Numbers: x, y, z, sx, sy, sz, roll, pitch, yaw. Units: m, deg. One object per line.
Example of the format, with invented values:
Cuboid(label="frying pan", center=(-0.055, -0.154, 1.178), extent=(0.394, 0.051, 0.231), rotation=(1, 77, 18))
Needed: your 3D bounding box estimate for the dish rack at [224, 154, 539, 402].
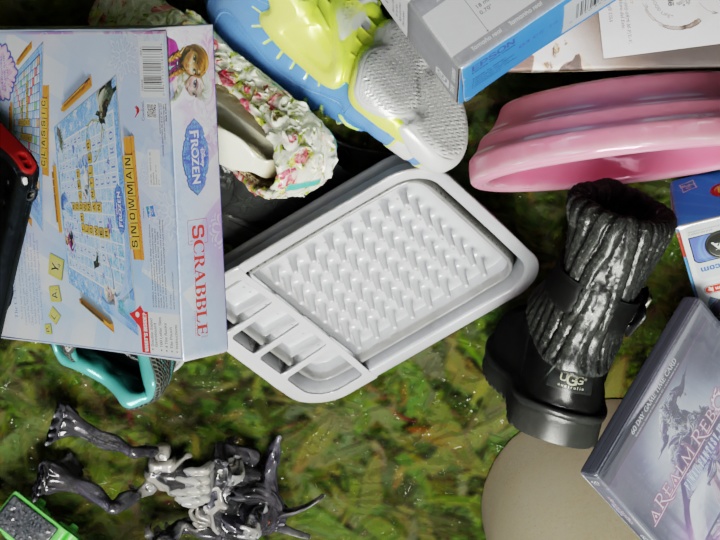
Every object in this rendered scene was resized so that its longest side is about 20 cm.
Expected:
Cuboid(label="dish rack", center=(0.000, 0.000, 1.633), extent=(0.200, 0.044, 0.172), rotation=(-30, 139, 18))

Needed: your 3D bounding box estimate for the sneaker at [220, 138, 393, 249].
Cuboid(label="sneaker", center=(-0.085, -0.080, 1.608), extent=(0.200, 0.060, 0.104), rotation=(32, 118, -22))

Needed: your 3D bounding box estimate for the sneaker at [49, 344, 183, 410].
Cuboid(label="sneaker", center=(-0.192, 0.016, 1.648), extent=(0.200, 0.091, 0.078), rotation=(40, 113, -19))

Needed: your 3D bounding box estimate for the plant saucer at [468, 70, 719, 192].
Cuboid(label="plant saucer", center=(0.165, -0.087, 1.535), extent=(0.200, 0.201, 0.051), rotation=(-6, 85, 6))

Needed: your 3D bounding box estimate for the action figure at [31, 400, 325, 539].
Cuboid(label="action figure", center=(-0.128, 0.161, 1.726), extent=(0.200, 0.102, 0.119), rotation=(17, 118, -4))

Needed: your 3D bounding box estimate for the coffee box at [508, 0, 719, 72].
Cuboid(label="coffee box", center=(0.151, -0.162, 1.506), extent=(0.200, 0.113, 0.080), rotation=(-1, 97, 4))

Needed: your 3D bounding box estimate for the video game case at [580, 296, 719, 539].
Cuboid(label="video game case", center=(0.234, 0.134, 1.613), extent=(0.019, 0.143, 0.200), rotation=(5, 145, 50))

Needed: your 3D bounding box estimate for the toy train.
Cuboid(label="toy train", center=(-0.175, 0.222, 1.730), extent=(0.200, 0.056, 0.042), rotation=(36, 82, 11))

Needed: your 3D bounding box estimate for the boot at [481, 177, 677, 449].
Cuboid(label="boot", center=(0.141, 0.014, 1.589), extent=(0.079, 0.211, 0.158), rotation=(13, 102, -8))

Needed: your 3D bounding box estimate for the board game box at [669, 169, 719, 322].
Cuboid(label="board game box", center=(0.323, 0.010, 1.634), extent=(0.200, 0.056, 0.196), rotation=(-13, 125, 10))

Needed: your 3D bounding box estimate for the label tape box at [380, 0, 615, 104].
Cuboid(label="label tape box", center=(0.058, -0.219, 1.427), extent=(0.144, 0.063, 0.200), rotation=(-34, 76, -6))

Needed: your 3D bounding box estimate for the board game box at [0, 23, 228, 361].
Cuboid(label="board game box", center=(-0.167, -0.052, 1.529), extent=(0.199, 0.041, 0.200), rotation=(6, 101, 42))

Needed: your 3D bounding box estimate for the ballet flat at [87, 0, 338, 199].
Cuboid(label="ballet flat", center=(-0.102, -0.110, 1.535), extent=(0.200, 0.064, 0.076), rotation=(33, 129, 18))

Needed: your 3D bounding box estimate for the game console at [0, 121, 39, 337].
Cuboid(label="game console", center=(-0.273, -0.028, 1.594), extent=(0.031, 0.177, 0.200), rotation=(-14, 132, -42))

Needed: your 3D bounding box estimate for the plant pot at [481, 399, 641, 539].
Cuboid(label="plant pot", center=(0.176, 0.221, 1.691), extent=(0.187, 0.200, 0.187), rotation=(1, 121, 2))

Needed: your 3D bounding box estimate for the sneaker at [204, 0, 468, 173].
Cuboid(label="sneaker", center=(-0.021, -0.128, 1.556), extent=(0.200, 0.076, 0.105), rotation=(51, 135, 1))
